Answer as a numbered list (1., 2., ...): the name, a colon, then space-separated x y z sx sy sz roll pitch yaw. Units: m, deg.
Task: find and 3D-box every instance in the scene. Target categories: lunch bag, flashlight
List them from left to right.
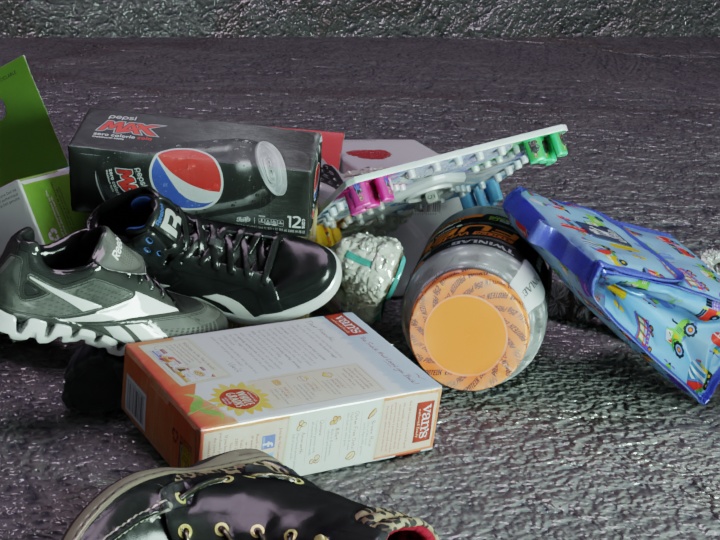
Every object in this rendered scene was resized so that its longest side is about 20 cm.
1. flashlight: -0.201 0.057 1.197 0.067 0.068 0.200 15 20 -3
2. lunch bag: 0.206 0.006 1.209 0.199 0.094 0.151 25 16 -33

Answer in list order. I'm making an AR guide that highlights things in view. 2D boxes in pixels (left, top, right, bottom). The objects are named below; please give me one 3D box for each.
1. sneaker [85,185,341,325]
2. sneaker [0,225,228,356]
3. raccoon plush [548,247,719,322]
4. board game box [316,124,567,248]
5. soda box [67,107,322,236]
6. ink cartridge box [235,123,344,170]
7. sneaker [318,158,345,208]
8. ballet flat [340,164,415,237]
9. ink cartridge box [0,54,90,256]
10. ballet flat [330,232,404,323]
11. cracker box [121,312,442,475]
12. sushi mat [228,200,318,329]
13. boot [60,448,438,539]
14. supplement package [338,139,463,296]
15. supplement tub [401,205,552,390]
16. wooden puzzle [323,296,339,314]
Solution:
1. sneaker: -0.120 -0.014 1.144 0.198 0.074 0.112 2 -26 14
2. sneaker: -0.181 0.014 1.091 0.198 0.091 0.067 10 23 -29
3. raccoon plush: 0.278 0.009 1.411 0.199 0.098 0.133 17 13 40
4. board game box: 0.059 -0.066 1.273 0.198 0.026 0.200 -15 -7 -17
5. soda box: -0.133 -0.080 1.198 0.198 0.064 0.071 6 34 3
6. ink cartridge box: -0.124 -0.074 1.473 0.198 0.178 0.045 5 -19 7
7. sneaker: -0.100 -0.067 1.333 0.198 0.082 0.075 7 19 28
8. ballet flat: -0.040 -0.052 1.385 0.198 0.072 0.072 -14 14 10
9. ink cartridge box: -0.315 -0.057 1.237 0.147 0.202 0.076 -21 3 30
10. ballet flat: 0.000 0.000 1.274 0.071 0.073 0.200 2 -10 -3
11. cracker box: -0.059 0.093 1.080 0.198 0.058 0.134 -7 27 -30
12. sushi mat: -0.087 0.010 1.211 0.095 0.202 0.012 4 -25 -1
13. boot: -0.062 0.164 0.841 0.150 0.074 0.199 14 14 33
14. supplement package: 0.033 -0.060 1.531 0.120 0.121 0.200 -2 17 -19
15. supplement tub: 0.101 0.024 1.255 0.121 0.124 0.200 5 16 7
16. wooden puzzle: -0.126 -0.008 1.335 0.198 0.047 0.185 8 -9 11
